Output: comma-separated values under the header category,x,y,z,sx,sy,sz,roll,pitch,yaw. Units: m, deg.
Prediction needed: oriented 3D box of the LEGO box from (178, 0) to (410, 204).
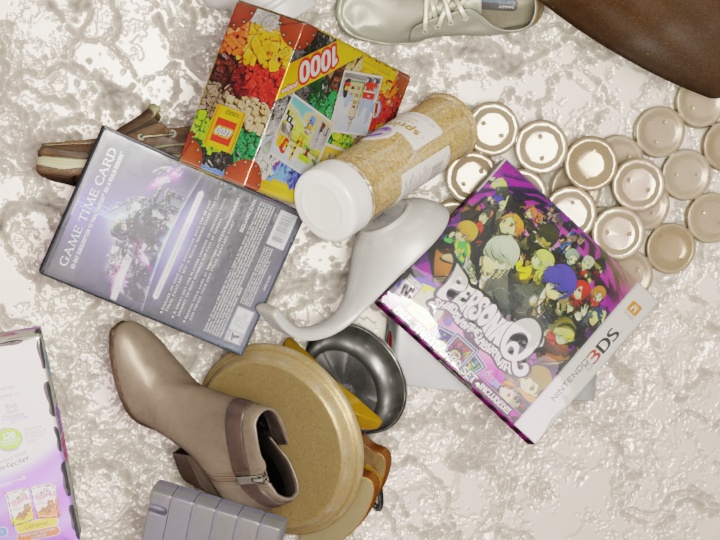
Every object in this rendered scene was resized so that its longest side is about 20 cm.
category,x,y,z,sx,sy,sz,roll,pitch,yaw
LEGO box,-0.055,-0.136,1.608,0.077,0.200,0.149,22,93,29

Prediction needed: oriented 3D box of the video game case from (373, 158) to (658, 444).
category,x,y,z,sx,sy,sz,roll,pitch,yaw
video game case,0.145,0.029,1.677,0.200,0.036,0.181,43,81,-3

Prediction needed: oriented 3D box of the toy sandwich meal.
category,x,y,z,sx,sy,sz,roll,pitch,yaw
toy sandwich meal,-0.062,0.157,1.689,0.205,0.070,0.206,9,108,29

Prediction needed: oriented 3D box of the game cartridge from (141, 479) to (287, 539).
category,x,y,z,sx,sy,sz,roll,pitch,yaw
game cartridge,-0.143,0.298,1.647,0.129,0.038,0.200,15,110,3

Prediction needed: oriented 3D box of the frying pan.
category,x,y,z,sx,sy,sz,roll,pitch,yaw
frying pan,-0.016,0.135,1.714,0.115,0.031,0.190,26,123,22

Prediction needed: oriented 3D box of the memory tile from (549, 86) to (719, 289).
category,x,y,z,sx,sy,sz,roll,pitch,yaw
memory tile,0.294,-0.078,1.757,0.200,0.017,0.153,-34,99,-3

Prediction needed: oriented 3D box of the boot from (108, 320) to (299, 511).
category,x,y,z,sx,sy,sz,roll,pitch,yaw
boot,-0.133,0.130,1.626,0.070,0.146,0.200,-44,117,-35

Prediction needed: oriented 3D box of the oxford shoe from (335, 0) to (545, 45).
category,x,y,z,sx,sy,sz,roll,pitch,yaw
oxford shoe,0.077,-0.248,1.688,0.200,0.058,0.075,-2,99,-6

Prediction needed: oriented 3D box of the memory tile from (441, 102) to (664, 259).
category,x,y,z,sx,sy,sz,roll,pitch,yaw
memory tile,0.175,-0.063,1.720,0.200,0.017,0.154,21,95,-1

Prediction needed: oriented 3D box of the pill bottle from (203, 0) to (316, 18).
category,x,y,z,sx,sy,sz,roll,pitch,yaw
pill bottle,-0.122,-0.307,1.628,0.104,0.104,0.200,-32,100,-4

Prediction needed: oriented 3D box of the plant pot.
category,x,y,z,sx,sy,sz,roll,pitch,yaw
plant pot,0.288,-0.256,1.670,0.200,0.187,0.187,41,89,-24

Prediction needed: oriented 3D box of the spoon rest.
category,x,y,z,sx,sy,sz,roll,pitch,yaw
spoon rest,0.000,0.000,1.662,0.200,0.099,0.061,-37,114,-17

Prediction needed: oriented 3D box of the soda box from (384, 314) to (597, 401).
category,x,y,z,sx,sy,sz,roll,pitch,yaw
soda box,0.124,0.080,1.725,0.200,0.063,0.068,6,95,-9

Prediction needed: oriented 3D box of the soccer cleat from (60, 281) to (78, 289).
category,x,y,z,sx,sy,sz,roll,pitch,yaw
soccer cleat,-0.177,-0.003,1.671,0.200,0.070,0.086,-17,109,-3

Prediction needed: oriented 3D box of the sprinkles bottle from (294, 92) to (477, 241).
category,x,y,z,sx,sy,sz,roll,pitch,yaw
sprinkles bottle,0.025,-0.094,1.620,0.200,0.068,0.068,-35,103,-45

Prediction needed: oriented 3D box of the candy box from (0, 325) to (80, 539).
category,x,y,z,sx,sy,sz,roll,pitch,yaw
candy box,-0.356,0.165,1.661,0.167,0.072,0.200,-10,98,-7

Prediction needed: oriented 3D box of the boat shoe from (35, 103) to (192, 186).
category,x,y,z,sx,sy,sz,roll,pitch,yaw
boat shoe,-0.195,-0.114,1.661,0.202,0.075,0.075,2,83,-15

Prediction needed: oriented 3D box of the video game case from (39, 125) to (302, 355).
category,x,y,z,sx,sy,sz,roll,pitch,yaw
video game case,-0.167,-0.025,1.625,0.200,0.019,0.143,23,94,-16
